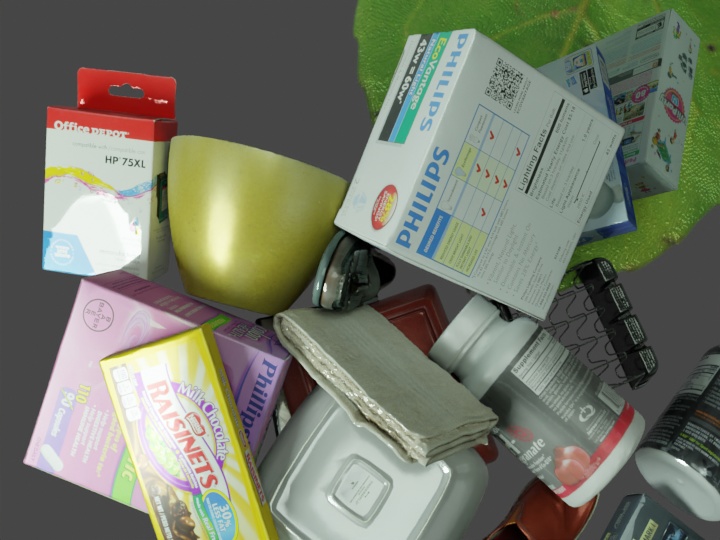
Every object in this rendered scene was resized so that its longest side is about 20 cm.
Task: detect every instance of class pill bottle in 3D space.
[{"bbox_3d":[0.388,0.153,0.810,0.106,0.107,0.200,42,71,8],"label":"pill bottle"},{"bbox_3d":[0.164,0.118,0.741,0.199,0.111,0.111,42,71,12],"label":"pill bottle"}]

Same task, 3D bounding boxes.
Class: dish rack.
[{"bbox_3d":[0.219,0.080,0.843,0.196,0.055,0.156,-20,75,-11],"label":"dish rack"}]

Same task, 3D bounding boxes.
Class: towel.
[{"bbox_3d":[0.023,0.097,0.697,0.131,0.035,0.199,0,33,-50],"label":"towel"}]

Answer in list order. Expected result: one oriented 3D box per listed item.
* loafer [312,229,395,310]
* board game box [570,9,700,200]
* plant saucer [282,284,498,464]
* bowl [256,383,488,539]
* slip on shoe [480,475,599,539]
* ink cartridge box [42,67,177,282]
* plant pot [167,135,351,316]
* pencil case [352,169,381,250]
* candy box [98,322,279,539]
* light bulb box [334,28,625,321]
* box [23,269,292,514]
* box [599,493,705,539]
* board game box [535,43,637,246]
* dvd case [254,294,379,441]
[{"bbox_3d":[0.000,0.000,0.765,0.062,0.200,0.074,18,100,5],"label":"loafer"},{"bbox_3d":[0.300,-0.179,0.886,0.064,0.146,0.204,29,67,-28],"label":"board game box"},{"bbox_3d":[0.026,0.129,0.789,0.196,0.037,0.204,-17,74,-12],"label":"plant saucer"},{"bbox_3d":[0.001,0.203,0.698,0.198,0.075,0.202,34,79,13],"label":"bowl"},{"bbox_3d":[0.171,0.267,0.769,0.198,0.061,0.075,-34,77,-18],"label":"slip on shoe"},{"bbox_3d":[-0.253,-0.098,0.776,0.113,0.067,0.205,7,101,5],"label":"ink cartridge box"},{"bbox_3d":[-0.112,-0.035,0.778,0.195,0.200,0.146,14,87,-2],"label":"plant pot"},{"bbox_3d":[0.048,-0.125,0.858,0.086,0.088,0.204,23,79,1],"label":"pencil case"},{"bbox_3d":[-0.146,0.157,0.655,0.100,0.026,0.205,-17,94,7],"label":"candy box"},{"bbox_3d":[0.111,-0.089,0.724,0.197,0.124,0.202,22,92,-28],"label":"light bulb box"},{"bbox_3d":[-0.181,0.121,0.718,0.196,0.097,0.180,21,95,0],"label":"box"},{"bbox_3d":[0.291,0.354,0.760,0.156,0.051,0.201,35,72,5],"label":"box"},{"bbox_3d":[0.188,-0.117,0.846,0.196,0.043,0.205,-16,69,32],"label":"board game box"},{"bbox_3d":[-0.026,0.135,0.809,0.139,0.018,0.205,-10,74,-11],"label":"dvd case"}]
